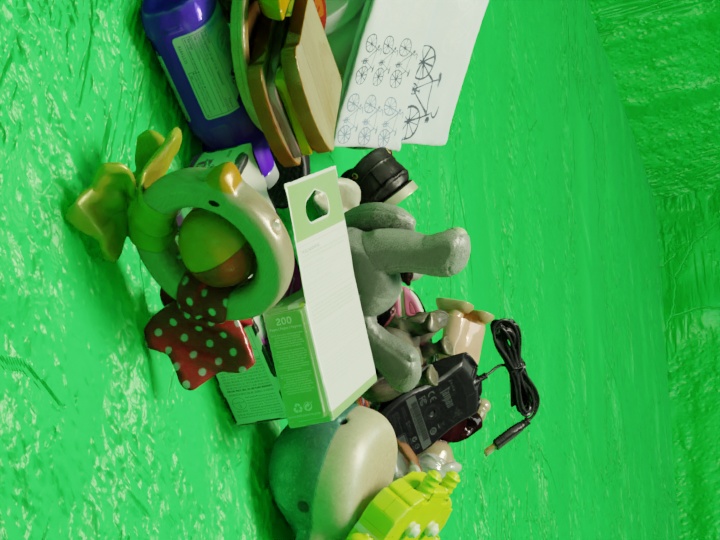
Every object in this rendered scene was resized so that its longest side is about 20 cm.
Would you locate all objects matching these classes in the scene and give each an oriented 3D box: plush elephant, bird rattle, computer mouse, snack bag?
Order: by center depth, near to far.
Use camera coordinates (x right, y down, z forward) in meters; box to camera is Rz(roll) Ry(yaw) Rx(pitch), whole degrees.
[{"bbox_3d":[-0.123,-0.007,1.252,0.113,0.162,0.202,-45,114,-47],"label":"bird rattle"},{"bbox_3d":[0.000,0.000,1.591,0.155,0.197,0.167,-59,164,-72],"label":"plush elephant"},{"bbox_3d":[0.056,-0.211,1.686,0.199,0.021,0.191,0,110,-51],"label":"snack bag"},{"bbox_3d":[0.097,0.146,1.735,0.046,0.199,0.141,29,-30,54],"label":"computer mouse"}]

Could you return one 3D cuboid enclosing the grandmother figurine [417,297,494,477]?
[{"bbox_3d":[0.096,0.139,1.791,0.120,0.060,0.203,23,74,-32],"label":"grandmother figurine"}]

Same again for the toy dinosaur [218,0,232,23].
[{"bbox_3d":[-0.111,-0.273,1.505,0.200,0.101,0.138,-154,-124,-63],"label":"toy dinosaur"}]

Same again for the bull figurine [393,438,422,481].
[{"bbox_3d":[0.040,0.266,1.628,0.122,0.064,0.203,-122,-157,-71],"label":"bull figurine"}]

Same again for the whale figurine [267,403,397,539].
[{"bbox_3d":[-0.032,0.211,1.509,0.159,0.103,0.202,-53,153,-49],"label":"whale figurine"}]

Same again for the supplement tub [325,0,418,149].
[{"bbox_3d":[-0.014,-0.237,1.723,0.200,0.143,0.147,55,29,-51],"label":"supplement tub"}]

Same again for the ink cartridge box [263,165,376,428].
[{"bbox_3d":[-0.041,0.020,1.443,0.145,0.047,0.203,-31,109,-71],"label":"ink cartridge box"}]

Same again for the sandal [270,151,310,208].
[{"bbox_3d":[-0.078,-0.160,1.607,0.045,0.074,0.203,2,85,-69],"label":"sandal"}]

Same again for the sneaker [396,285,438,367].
[{"bbox_3d":[0.058,0.103,1.857,0.088,0.073,0.202,-61,141,-63],"label":"sneaker"}]

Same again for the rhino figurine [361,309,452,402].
[{"bbox_3d":[0.044,0.077,1.691,0.060,0.087,0.200,68,21,-13],"label":"rhino figurine"}]

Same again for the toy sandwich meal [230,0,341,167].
[{"bbox_3d":[-0.052,-0.197,1.446,0.205,0.069,0.208,0,90,-70],"label":"toy sandwich meal"}]

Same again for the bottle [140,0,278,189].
[{"bbox_3d":[-0.127,-0.157,1.455,0.084,0.064,0.202,-88,160,-57],"label":"bottle"}]

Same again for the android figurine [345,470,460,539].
[{"bbox_3d":[0.019,0.258,1.478,0.041,0.201,0.182,39,7,24],"label":"android figurine"}]

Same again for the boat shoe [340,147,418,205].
[{"bbox_3d":[0.007,-0.081,1.735,0.063,0.073,0.201,52,-14,0],"label":"boat shoe"}]

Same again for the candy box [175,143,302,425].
[{"bbox_3d":[-0.102,0.013,1.438,0.137,0.060,0.202,-71,147,-56],"label":"candy box"}]

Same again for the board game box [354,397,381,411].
[{"bbox_3d":[0.010,0.163,1.732,0.135,0.034,0.202,-54,130,-67],"label":"board game box"}]
